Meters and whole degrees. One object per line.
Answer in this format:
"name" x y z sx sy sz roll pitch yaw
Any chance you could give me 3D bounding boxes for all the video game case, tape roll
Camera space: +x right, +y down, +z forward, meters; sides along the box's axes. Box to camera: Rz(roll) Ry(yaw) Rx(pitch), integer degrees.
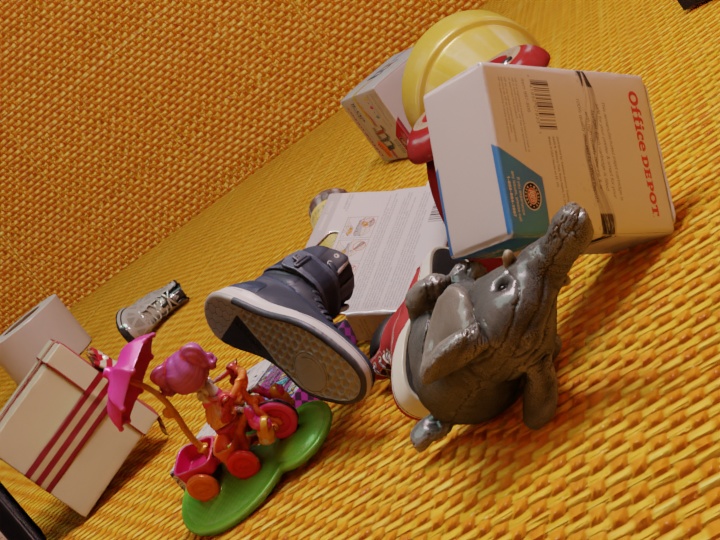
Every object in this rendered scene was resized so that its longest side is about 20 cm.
"video game case" -0.106 0.151 1.457 0.180 0.036 0.200 -30 15 35
"tape roll" -0.748 0.171 3.009 0.202 0.140 0.203 -36 13 10

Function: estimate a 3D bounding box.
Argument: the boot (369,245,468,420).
"boot" 0.045 0.090 1.208 0.145 0.072 0.201 -54 13 38

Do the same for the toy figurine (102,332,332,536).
"toy figurine" -0.157 0.133 1.251 0.199 0.184 0.151 -30 30 25

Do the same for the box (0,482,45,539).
"box" -0.478 0.330 1.623 0.107 0.149 0.200 -40 12 -13

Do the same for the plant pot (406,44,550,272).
"plant pot" 0.155 -0.113 1.325 0.200 0.183 0.201 -38 11 9

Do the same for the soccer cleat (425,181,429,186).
"soccer cleat" 0.160 -0.119 1.520 0.198 0.070 0.077 -19 1 20

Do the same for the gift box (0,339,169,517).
"gift box" -0.373 0.203 1.721 0.188 0.199 0.184 -56 20 -11

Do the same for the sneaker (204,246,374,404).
"sneaker" -0.032 0.046 1.246 0.201 0.078 0.145 28 37 34

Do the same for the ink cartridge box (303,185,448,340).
"ink cartridge box" 0.020 -0.011 1.411 0.174 0.045 0.201 -3 43 27

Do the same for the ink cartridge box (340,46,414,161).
"ink cartridge box" 0.082 -0.296 2.279 0.144 0.146 0.200 -41 12 -13

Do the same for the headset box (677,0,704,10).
"headset box" 0.509 -0.447 1.755 0.148 0.078 0.200 -22 19 52

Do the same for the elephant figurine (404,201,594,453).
"elephant figurine" 0.102 0.049 0.971 0.140 0.157 0.200 -17 0 -10

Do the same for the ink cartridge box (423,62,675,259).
"ink cartridge box" 0.163 -0.090 1.100 0.198 0.147 0.084 -2 -12 -36

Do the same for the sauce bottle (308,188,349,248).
"sauce bottle" -0.015 -0.010 1.525 0.064 0.065 0.202 -33 45 18

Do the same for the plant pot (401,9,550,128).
"plant pot" 0.176 -0.225 1.689 0.200 0.202 0.189 -38 28 -3

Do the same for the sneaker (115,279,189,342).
"sneaker" -0.405 0.070 2.529 0.115 0.076 0.201 -36 10 17
